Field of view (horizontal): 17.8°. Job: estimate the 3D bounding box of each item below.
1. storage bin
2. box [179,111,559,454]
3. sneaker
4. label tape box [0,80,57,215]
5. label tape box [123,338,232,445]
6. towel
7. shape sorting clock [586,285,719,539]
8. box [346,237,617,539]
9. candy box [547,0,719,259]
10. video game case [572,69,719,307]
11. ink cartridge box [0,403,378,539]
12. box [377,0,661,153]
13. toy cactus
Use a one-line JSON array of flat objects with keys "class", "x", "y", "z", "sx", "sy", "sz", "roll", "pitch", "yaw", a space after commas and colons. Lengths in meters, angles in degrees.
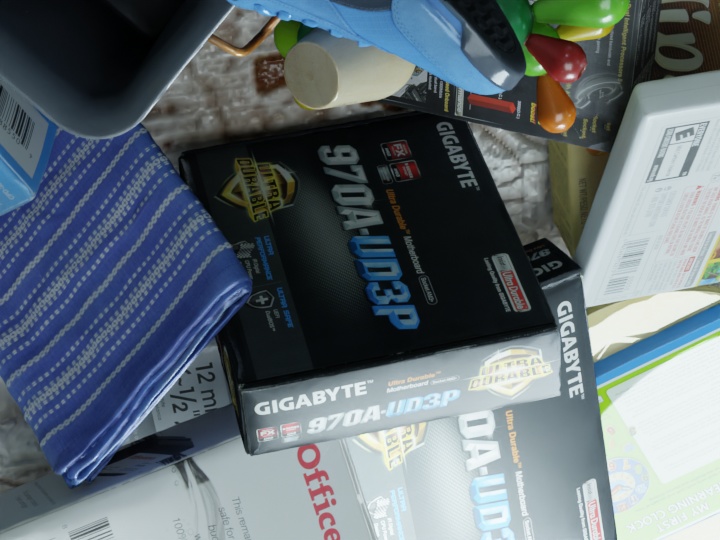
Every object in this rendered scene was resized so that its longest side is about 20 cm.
[{"class": "storage bin", "x": -0.086, "y": -0.173, "z": 1.085, "sx": 0.145, "sy": 0.134, "sz": 0.200, "roll": 39, "pitch": 107, "yaw": -4}, {"class": "box", "x": 0.000, "y": 0.000, "z": 1.173, "sx": 0.158, "sy": 0.201, "sz": 0.046, "roll": -10, "pitch": 129, "yaw": -7}, {"class": "sneaker", "x": -0.020, "y": -0.132, "z": 0.987, "sx": 0.200, "sy": 0.066, "sz": 0.079, "roll": 39, "pitch": 110, "yaw": -2}, {"class": "label tape box", "x": -0.274, "y": -0.065, "z": 1.152, "sx": 0.199, "sy": 0.066, "sz": 0.143, "roll": -23, "pitch": 125, "yaw": 27}, {"class": "label tape box", "x": -0.063, "y": 0.082, "z": 1.274, "sx": 0.198, "sy": 0.066, "sz": 0.144, "roll": -9, "pitch": 121, "yaw": 2}, {"class": "towel", "x": -0.146, "y": -0.008, "z": 1.152, "sx": 0.145, "sy": 0.200, "sz": 0.024, "roll": -48, "pitch": 147, "yaw": 16}, {"class": "shape sorting clock", "x": 0.177, "y": 0.090, "z": 1.338, "sx": 0.198, "sy": 0.039, "sz": 0.201, "roll": -1, "pitch": 121, "yaw": -2}, {"class": "box", "x": 0.054, "y": 0.100, "z": 1.258, "sx": 0.158, "sy": 0.046, "sz": 0.201, "roll": -20, "pitch": 123, "yaw": -16}, {"class": "candy box", "x": 0.159, "y": -0.108, "z": 1.241, "sx": 0.114, "sy": 0.055, "sz": 0.201, "roll": -11, "pitch": 121, "yaw": -6}, {"class": "video game case", "x": 0.208, "y": -0.049, "z": 1.186, "sx": 0.180, "sy": 0.023, "sz": 0.200, "roll": -10, "pitch": 153, "yaw": -11}, {"class": "ink cartridge box", "x": -0.094, "y": 0.162, "z": 1.171, "sx": 0.199, "sy": 0.084, "sz": 0.146, "roll": -21, "pitch": 101, "yaw": -15}, {"class": "box", "x": 0.073, "y": -0.170, "z": 1.144, "sx": 0.157, "sy": 0.050, "sz": 0.201, "roll": 13, "pitch": 121, "yaw": 18}, {"class": "toy cactus", "x": 0.022, "y": -0.103, "z": 1.072, "sx": 0.165, "sy": 0.199, "sz": 0.103, "roll": -29, "pitch": 122, "yaw": -49}]
